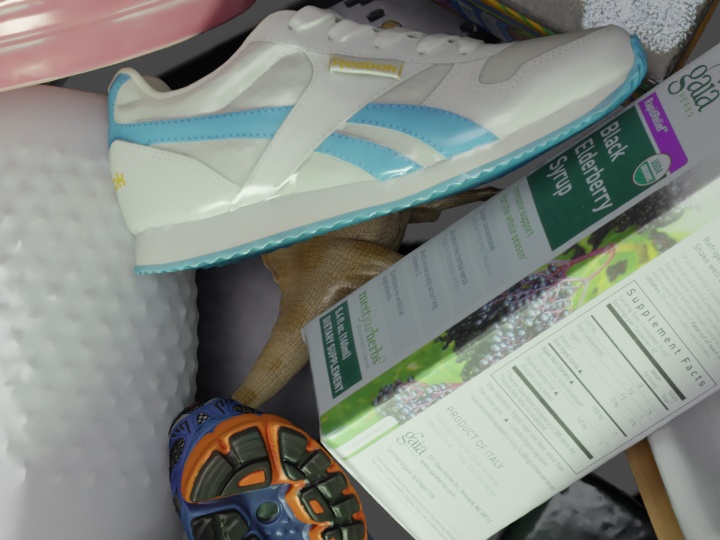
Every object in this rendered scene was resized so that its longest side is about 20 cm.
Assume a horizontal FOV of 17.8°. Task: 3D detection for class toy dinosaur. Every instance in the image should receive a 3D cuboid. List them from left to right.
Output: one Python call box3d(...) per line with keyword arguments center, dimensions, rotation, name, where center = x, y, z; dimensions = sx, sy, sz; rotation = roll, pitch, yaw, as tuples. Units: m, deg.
box3d(center=(0.000, 0.000, 0.930), dimensions=(0.101, 0.058, 0.201), rotation=(21, 66, 3), name="toy dinosaur")

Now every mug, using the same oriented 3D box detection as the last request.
box3d(center=(-0.156, 0.016, 0.884), dimensions=(0.199, 0.147, 0.176), rotation=(8, 85, -34), name="mug")

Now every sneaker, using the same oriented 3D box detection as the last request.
box3d(center=(-0.015, 0.123, 0.875), dimensions=(0.075, 0.078, 0.201), rotation=(-28, 119, -10), name="sneaker")
box3d(center=(0.003, -0.059, 0.825), dimensions=(0.199, 0.077, 0.081), rotation=(-16, 89, 7), name="sneaker")

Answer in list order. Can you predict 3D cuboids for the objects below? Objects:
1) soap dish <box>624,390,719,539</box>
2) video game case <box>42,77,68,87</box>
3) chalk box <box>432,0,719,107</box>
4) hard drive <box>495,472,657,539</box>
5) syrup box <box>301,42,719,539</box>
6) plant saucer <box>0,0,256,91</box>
box3d(center=(0.178, 0.060, 0.863), dimensions=(0.157, 0.200, 0.081), rotation=(-17, 121, 2), name="soap dish")
box3d(center=(-0.246, -0.071, 0.970), dimensions=(0.182, 0.022, 0.200), rotation=(39, 91, 4), name="video game case")
box3d(center=(0.060, -0.164, 0.904), dimensions=(0.199, 0.124, 0.125), rotation=(31, 92, 5), name="chalk box")
box3d(center=(0.085, 0.194, 0.937), dimensions=(0.139, 0.033, 0.200), rotation=(32, 91, 4), name="hard drive")
box3d(center=(0.083, 0.011, 0.835), dimensions=(0.200, 0.079, 0.081), rotation=(-35, 120, 14), name="syrup box")
box3d(center=(-0.117, -0.108, 0.871), dimensions=(0.199, 0.201, 0.051), rotation=(-12, 105, 3), name="plant saucer")
